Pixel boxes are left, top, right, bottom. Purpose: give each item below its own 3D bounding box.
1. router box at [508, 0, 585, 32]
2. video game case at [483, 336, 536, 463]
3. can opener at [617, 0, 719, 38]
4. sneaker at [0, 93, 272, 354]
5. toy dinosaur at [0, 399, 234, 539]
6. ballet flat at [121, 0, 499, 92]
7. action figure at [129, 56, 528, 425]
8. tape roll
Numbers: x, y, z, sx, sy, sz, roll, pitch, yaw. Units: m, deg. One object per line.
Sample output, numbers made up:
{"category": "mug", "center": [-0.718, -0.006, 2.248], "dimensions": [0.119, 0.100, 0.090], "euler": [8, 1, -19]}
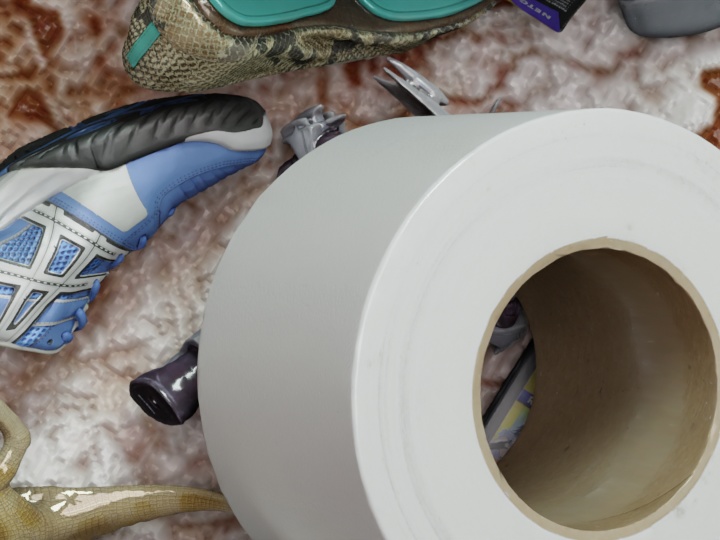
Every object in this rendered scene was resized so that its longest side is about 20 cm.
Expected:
{"category": "router box", "center": [0.127, -0.210, 1.164], "dimensions": [0.052, 0.157, 0.200], "euler": [32, 69, -3]}
{"category": "video game case", "center": [0.129, 0.124, 1.216], "dimensions": [0.200, 0.026, 0.181], "euler": [33, 82, -2]}
{"category": "can opener", "center": [0.194, -0.164, 1.249], "dimensions": [0.200, 0.053, 0.067], "euler": [-26, 120, -9]}
{"category": "sneaker", "center": [-0.124, -0.012, 1.183], "dimensions": [0.200, 0.076, 0.077], "euler": [-26, 98, -2]}
{"category": "toy dinosaur", "center": [-0.145, 0.100, 1.181], "dimensions": [0.200, 0.058, 0.101], "euler": [-24, 103, -3]}
{"category": "ballet flat", "center": [-0.023, -0.107, 1.186], "dimensions": [0.200, 0.075, 0.068], "euler": [-17, 72, -48]}
{"category": "action figure", "center": [0.000, 0.000, 1.194], "dimensions": [0.130, 0.069, 0.200], "euler": [45, 74, 6]}
{"category": "tape roll", "center": [0.056, 0.040, 1.102], "dimensions": [0.202, 0.139, 0.203], "euler": [-1, 91, -26]}
